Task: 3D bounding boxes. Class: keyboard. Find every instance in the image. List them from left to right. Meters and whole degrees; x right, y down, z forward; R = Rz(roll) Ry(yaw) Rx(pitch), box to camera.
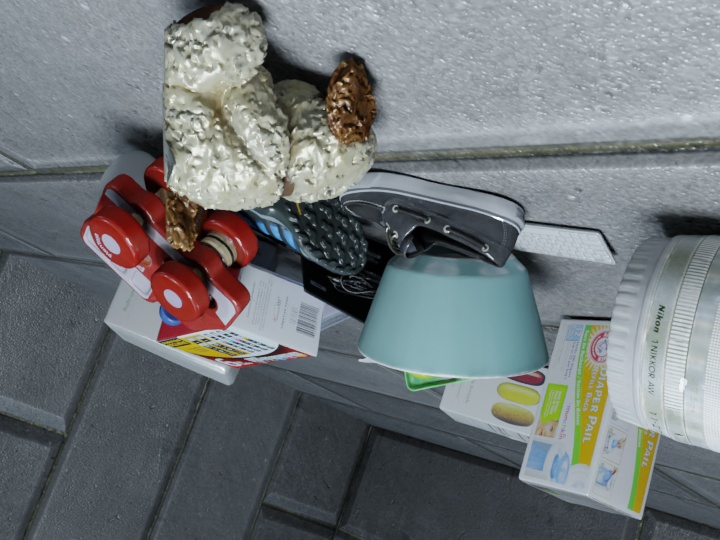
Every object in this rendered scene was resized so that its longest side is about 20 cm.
[{"bbox_3d":[0.000,0.000,1.031,0.196,0.105,0.040,20,122,2],"label":"keyboard"},{"bbox_3d":[0.147,-0.034,0.854,0.197,0.011,0.056,10,163,38],"label":"keyboard"}]

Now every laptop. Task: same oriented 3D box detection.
[{"bbox_3d":[-0.045,0.014,1.134,0.176,0.105,0.198,30,161,-33],"label":"laptop"}]

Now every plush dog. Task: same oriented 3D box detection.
[{"bbox_3d":[-0.068,-0.099,0.689,0.168,0.165,0.200,-1,171,-14],"label":"plush dog"}]

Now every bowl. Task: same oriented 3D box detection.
[{"bbox_3d":[0.095,0.031,0.896,0.196,0.108,0.201,1,-171,0],"label":"bowl"}]

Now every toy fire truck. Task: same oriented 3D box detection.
[{"bbox_3d":[-0.212,-0.011,0.962,0.200,0.113,0.168,43,145,-4],"label":"toy fire truck"}]

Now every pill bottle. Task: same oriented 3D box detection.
[{"bbox_3d":[-0.233,-0.063,1.109,0.108,0.112,0.200,13,165,29],"label":"pill bottle"}]

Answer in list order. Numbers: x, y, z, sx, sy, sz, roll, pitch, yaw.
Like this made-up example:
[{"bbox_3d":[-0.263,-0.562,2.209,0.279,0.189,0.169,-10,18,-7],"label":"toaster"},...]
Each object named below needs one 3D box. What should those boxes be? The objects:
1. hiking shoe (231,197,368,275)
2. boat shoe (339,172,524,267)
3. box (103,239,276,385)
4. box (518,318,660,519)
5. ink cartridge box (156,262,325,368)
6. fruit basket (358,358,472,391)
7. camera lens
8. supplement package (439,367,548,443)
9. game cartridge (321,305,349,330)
[{"bbox_3d":[-0.077,-0.065,0.970,0.198,0.075,0.086,36,168,-14],"label":"hiking shoe"},{"bbox_3d":[0.057,-0.042,0.834,0.196,0.068,0.070,14,165,27],"label":"boat shoe"},{"bbox_3d":[-0.247,0.038,1.325,0.196,0.203,0.171,22,166,-2],"label":"box"},{"bbox_3d":[0.280,0.168,1.029,0.100,0.204,0.112,27,164,-31],"label":"box"},{"bbox_3d":[-0.171,0.054,1.109,0.173,0.086,0.198,23,157,-32],"label":"ink cartridge box"},{"bbox_3d":[0.108,0.099,1.176,0.181,0.096,0.200,-13,163,16],"label":"fruit basket"},{"bbox_3d":[0.303,0.061,0.658,0.197,0.163,0.160,11,164,35],"label":"camera lens"},{"bbox_3d":[0.247,0.209,1.435,0.196,0.116,0.109,13,166,26],"label":"supplement package"},{"bbox_3d":[-0.075,0.071,1.306,0.196,0.042,0.133,-24,167,-10],"label":"game cartridge"}]
